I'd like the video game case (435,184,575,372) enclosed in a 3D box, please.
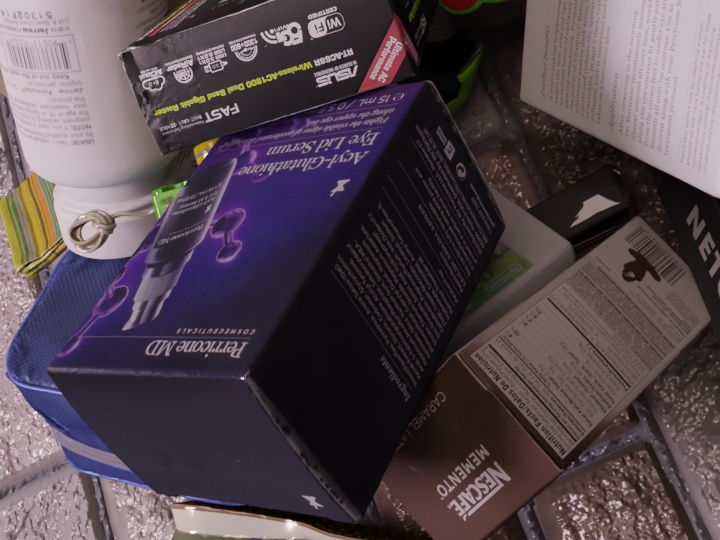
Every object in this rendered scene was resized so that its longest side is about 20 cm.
[{"bbox_3d":[0.000,0.000,0.673,0.199,0.022,0.182,-36,47,-15],"label":"video game case"}]

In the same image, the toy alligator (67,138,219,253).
[{"bbox_3d":[-0.090,-0.051,0.704,0.197,0.054,0.060,-17,89,6],"label":"toy alligator"}]

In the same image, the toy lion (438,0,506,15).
[{"bbox_3d":[0.034,-0.267,0.715,0.189,0.069,0.203,-9,111,30],"label":"toy lion"}]

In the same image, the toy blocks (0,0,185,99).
[{"bbox_3d":[-0.209,-0.183,0.792,0.198,0.137,0.101,-28,42,23],"label":"toy blocks"}]

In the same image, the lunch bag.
[{"bbox_3d":[-0.125,0.074,0.754,0.197,0.133,0.137,9,53,21],"label":"lunch bag"}]

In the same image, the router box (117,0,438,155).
[{"bbox_3d":[-0.036,-0.146,0.638,0.148,0.201,0.063,-14,113,15],"label":"router box"}]

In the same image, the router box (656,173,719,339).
[{"bbox_3d":[0.279,0.011,0.620,0.154,0.053,0.202,-4,55,-12],"label":"router box"}]

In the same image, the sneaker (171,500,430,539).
[{"bbox_3d":[-0.041,0.211,0.721,0.197,0.067,0.092,5,84,20],"label":"sneaker"}]

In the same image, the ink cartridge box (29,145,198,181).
[{"bbox_3d":[-0.160,-0.155,0.875,0.197,0.043,0.199,10,75,34],"label":"ink cartridge box"}]

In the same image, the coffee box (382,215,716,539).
[{"bbox_3d":[0.109,0.062,0.621,0.080,0.199,0.115,47,136,12],"label":"coffee box"}]

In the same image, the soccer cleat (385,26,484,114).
[{"bbox_3d":[-0.004,-0.134,0.747,0.197,0.081,0.068,-13,58,-30],"label":"soccer cleat"}]

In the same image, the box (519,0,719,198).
[{"bbox_3d":[0.206,-0.129,0.619,0.150,0.108,0.200,-8,25,-21],"label":"box"}]

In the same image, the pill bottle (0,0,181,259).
[{"bbox_3d":[-0.174,-0.117,0.719,0.112,0.203,0.115,-4,31,2],"label":"pill bottle"}]

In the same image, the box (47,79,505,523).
[{"bbox_3d":[-0.036,0.012,0.559,0.146,0.105,0.201,-4,43,39],"label":"box"}]

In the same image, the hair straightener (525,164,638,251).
[{"bbox_3d":[0.091,-0.020,0.739,0.197,0.077,0.041,-22,68,12],"label":"hair straightener"}]

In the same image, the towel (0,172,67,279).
[{"bbox_3d":[-0.203,-0.087,0.837,0.199,0.018,0.087,-40,55,12],"label":"towel"}]
